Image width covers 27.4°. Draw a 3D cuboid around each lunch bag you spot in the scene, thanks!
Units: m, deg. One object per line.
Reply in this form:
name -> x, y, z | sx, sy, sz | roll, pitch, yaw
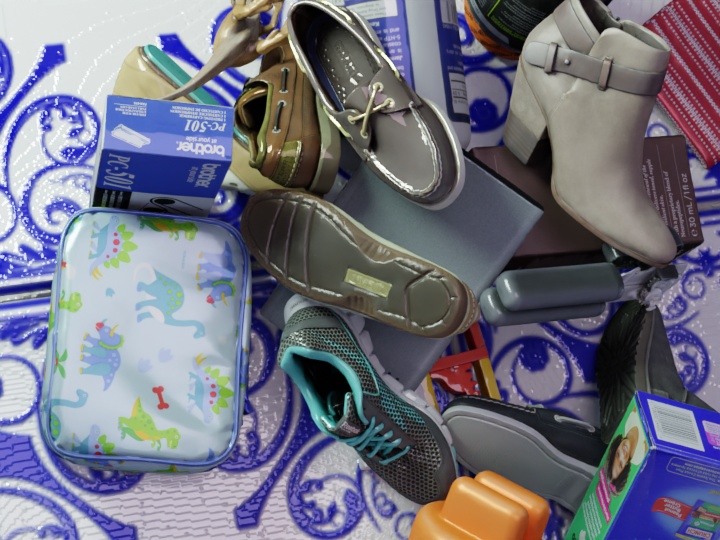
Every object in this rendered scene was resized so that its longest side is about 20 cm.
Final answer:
lunch bag -> -0.163, 0.057, 1.151 | 0.159, 0.082, 0.202 | 4, 79, -12

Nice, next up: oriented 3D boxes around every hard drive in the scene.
hard drive -> 0.032, -0.009, 1.169 | 0.139, 0.033, 0.201 | 35, 103, -2

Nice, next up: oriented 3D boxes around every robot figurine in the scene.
robot figurine -> 0.079, 0.257, 1.127 | 0.116, 0.144, 0.201 | 17, 100, -9

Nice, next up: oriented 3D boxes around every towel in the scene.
towel -> 0.347, -0.205, 1.373 | 0.200, 0.022, 0.145 | -37, 89, -17

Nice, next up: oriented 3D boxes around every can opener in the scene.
can opener -> 0.180, 0.007, 1.185 | 0.199, 0.053, 0.067 | -9, 63, -33

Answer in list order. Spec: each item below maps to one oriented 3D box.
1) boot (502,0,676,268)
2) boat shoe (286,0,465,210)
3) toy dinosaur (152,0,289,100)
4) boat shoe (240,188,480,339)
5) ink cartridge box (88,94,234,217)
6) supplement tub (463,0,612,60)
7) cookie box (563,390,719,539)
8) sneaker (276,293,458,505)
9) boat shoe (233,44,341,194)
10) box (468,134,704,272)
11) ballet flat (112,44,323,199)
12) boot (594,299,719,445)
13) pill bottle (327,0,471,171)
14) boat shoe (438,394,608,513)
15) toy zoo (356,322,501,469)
boot -> 0.201, -0.117, 1.167 | 0.200, 0.147, 0.070 | 40, 34, 15
boat shoe -> 0.007, -0.127, 1.109 | 0.072, 0.059, 0.201 | -42, 61, 21
toy dinosaur -> -0.101, -0.182, 1.199 | 0.061, 0.106, 0.200 | 51, 35, -17
boat shoe -> 0.000, 0.000, 1.121 | 0.199, 0.076, 0.072 | 30, 98, 23
ink cartridge box -> -0.156, -0.076, 1.128 | 0.093, 0.200, 0.045 | 5, 75, -12
supplement tub -> 0.161, -0.261, 1.248 | 0.121, 0.200, 0.124 | 4, 74, -14
cookie box -> 0.259, 0.212, 1.156 | 0.170, 0.201, 0.075 | 16, 29, -8
sneaker -> -0.001, 0.111, 1.135 | 0.077, 0.091, 0.200 | -35, 101, 24
boat shoe -> -0.065, -0.136, 1.183 | 0.067, 0.200, 0.072 | 8, 119, -18
box -> 0.185, -0.056, 1.271 | 0.198, 0.075, 0.101 | -6, 78, -13
ballet flat -> -0.120, -0.106, 1.226 | 0.200, 0.069, 0.063 | 39, 104, 2
boot -> 0.293, 0.129, 1.246 | 0.199, 0.073, 0.183 | 27, 47, -15
pill bottle -> 0.029, -0.141, 1.225 | 0.119, 0.120, 0.202 | -6, 88, -14
boat shoe -> 0.151, 0.145, 1.210 | 0.199, 0.076, 0.061 | 30, 44, -18
toy zoo -> 0.043, 0.082, 1.230 | 0.130, 0.020, 0.202 | -14, 80, -16
